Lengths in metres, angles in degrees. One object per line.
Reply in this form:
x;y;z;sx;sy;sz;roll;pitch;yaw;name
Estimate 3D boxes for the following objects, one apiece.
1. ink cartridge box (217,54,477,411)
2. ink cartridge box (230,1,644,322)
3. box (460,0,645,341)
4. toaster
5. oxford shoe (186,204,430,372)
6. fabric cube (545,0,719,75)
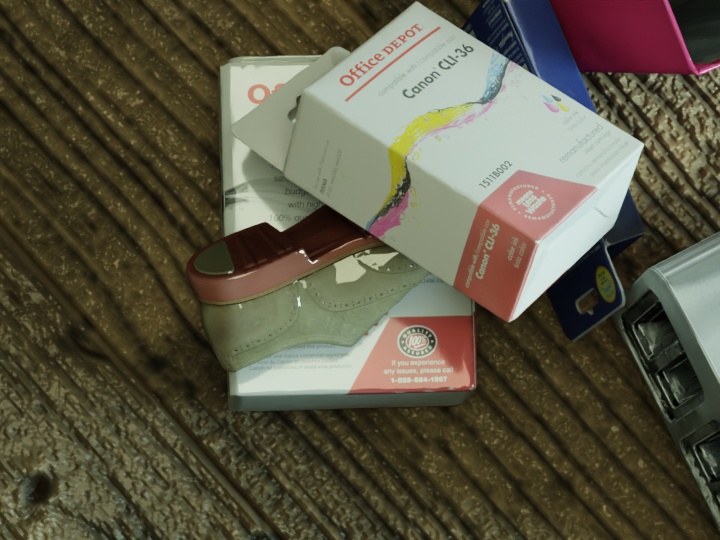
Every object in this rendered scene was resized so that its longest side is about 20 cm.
-0.010;-0.021;1.662;0.146;0.083;0.201;-1;80;-4;ink cartridge box
0.040;-0.073;1.555;0.200;0.068;0.116;33;46;17;ink cartridge box
0.113;-0.064;1.656;0.032;0.121;0.200;-18;82;-16;box
0.242;0.064;1.603;0.118;0.200;0.181;-26;83;-11;toaster
0.000;0.000;1.596;0.199;0.070;0.075;-16;115;-13;oxford shoe
0.190;-0.236;1.609;0.200;0.199;0.197;-27;101;-18;fabric cube
